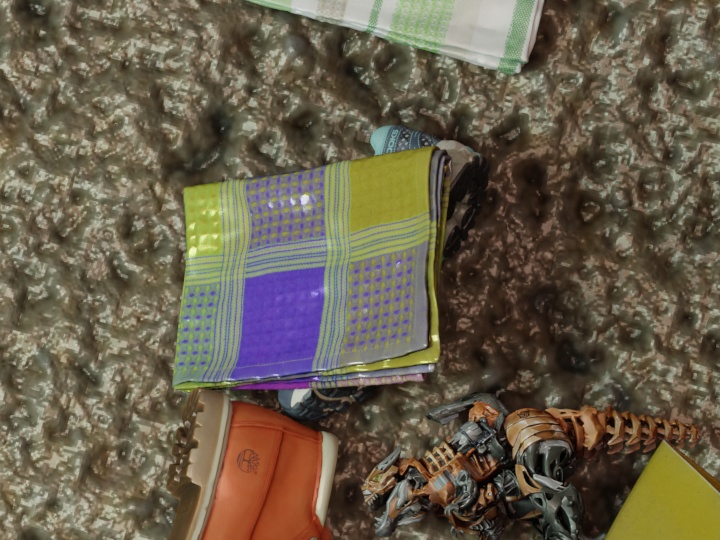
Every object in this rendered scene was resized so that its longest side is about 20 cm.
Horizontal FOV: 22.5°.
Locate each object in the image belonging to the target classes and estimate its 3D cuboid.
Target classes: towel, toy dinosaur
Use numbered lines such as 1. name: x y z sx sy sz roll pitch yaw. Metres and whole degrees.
1. towel: -0.032 0.001 1.101 0.199 0.023 0.144 -6 71 32
2. toy dinosaur: 0.105 0.130 1.106 0.199 0.102 0.136 -25 66 20
3. towel: 0.030 -0.220 1.177 0.199 0.031 0.150 15 82 5

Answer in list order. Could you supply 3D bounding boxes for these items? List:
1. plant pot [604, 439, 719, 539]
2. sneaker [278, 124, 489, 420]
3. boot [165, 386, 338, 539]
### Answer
1. plant pot: 0.217 0.251 1.010 0.200 0.200 0.177 37 95 -29
2. sneaker: 0.000 0.000 1.139 0.086 0.078 0.200 31 88 27
3. boot: -0.071 0.179 1.093 0.107 0.075 0.201 16 77 -17
